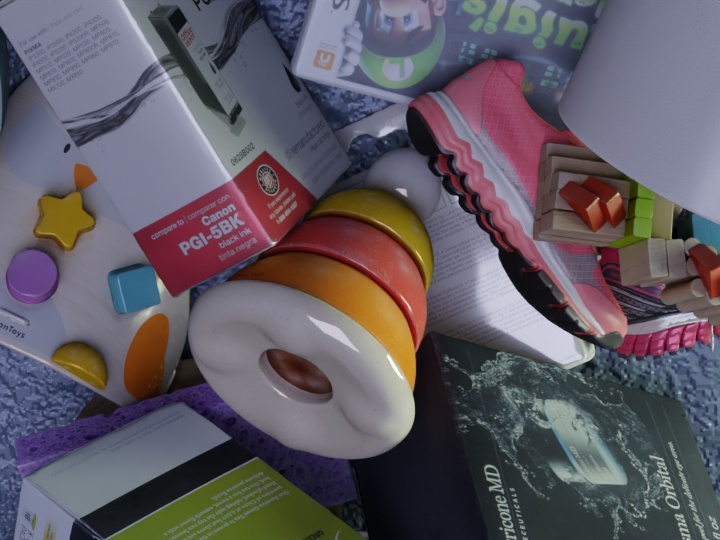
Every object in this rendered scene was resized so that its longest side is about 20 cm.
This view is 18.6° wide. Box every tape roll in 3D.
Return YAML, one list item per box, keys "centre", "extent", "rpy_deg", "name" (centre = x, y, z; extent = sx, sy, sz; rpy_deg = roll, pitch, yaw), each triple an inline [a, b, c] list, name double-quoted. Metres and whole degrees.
- centre: [0.232, -0.114, 1.274]
  extent: [0.202, 0.203, 0.139]
  rpy_deg: [23, 111, -4]
  name: "tape roll"

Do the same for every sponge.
- centre: [-0.108, 0.125, 1.391]
  extent: [0.199, 0.030, 0.112]
  rpy_deg: [-16, 129, -4]
  name: "sponge"

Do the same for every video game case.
- centre: [0.077, -0.180, 1.339]
  extent: [0.199, 0.023, 0.182]
  rpy_deg: [14, 110, -11]
  name: "video game case"

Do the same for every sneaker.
- centre: [0.116, -0.042, 1.340]
  extent: [0.087, 0.074, 0.200]
  rpy_deg: [-38, 103, -9]
  name: "sneaker"
- centre: [0.243, -0.003, 1.378]
  extent: [0.199, 0.081, 0.075]
  rpy_deg: [-16, 106, 10]
  name: "sneaker"

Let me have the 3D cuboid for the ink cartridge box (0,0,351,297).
- centre: [-0.108, -0.108, 1.316]
  extent: [0.083, 0.147, 0.200]
  rpy_deg: [-26, 102, 27]
  name: "ink cartridge box"

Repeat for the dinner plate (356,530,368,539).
- centre: [-0.037, 0.254, 1.483]
  extent: [0.200, 0.024, 0.201]
  rpy_deg: [-14, 124, -21]
  name: "dinner plate"

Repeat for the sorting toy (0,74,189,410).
- centre: [-0.185, -0.029, 1.387]
  extent: [0.200, 0.107, 0.180]
  rpy_deg: [24, 80, 0]
  name: "sorting toy"

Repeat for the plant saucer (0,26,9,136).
- centre: [-0.266, -0.151, 1.343]
  extent: [0.201, 0.039, 0.201]
  rpy_deg: [28, 131, 37]
  name: "plant saucer"

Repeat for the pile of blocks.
- centre: [0.194, -0.017, 1.298]
  extent: [0.200, 0.062, 0.082]
  rpy_deg: [31, 76, -10]
  name: "pile of blocks"

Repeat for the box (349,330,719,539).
- centre: [0.115, 0.164, 1.345]
  extent: [0.200, 0.197, 0.118]
  rpy_deg: [16, 127, -26]
  name: "box"

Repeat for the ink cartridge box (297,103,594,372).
- centre: [0.039, -0.004, 1.422]
  extent: [0.161, 0.050, 0.200]
  rpy_deg: [-24, 88, 12]
  name: "ink cartridge box"

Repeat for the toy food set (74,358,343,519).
- centre: [-0.105, 0.150, 1.476]
  extent: [0.197, 0.049, 0.201]
  rpy_deg: [6, 110, 2]
  name: "toy food set"

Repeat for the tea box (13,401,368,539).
- centre: [-0.101, 0.223, 1.300]
  extent: [0.197, 0.133, 0.200]
  rpy_deg: [35, 129, 28]
  name: "tea box"

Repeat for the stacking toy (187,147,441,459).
- centre: [0.000, 0.000, 1.326]
  extent: [0.146, 0.200, 0.146]
  rpy_deg: [21, 145, 15]
  name: "stacking toy"
